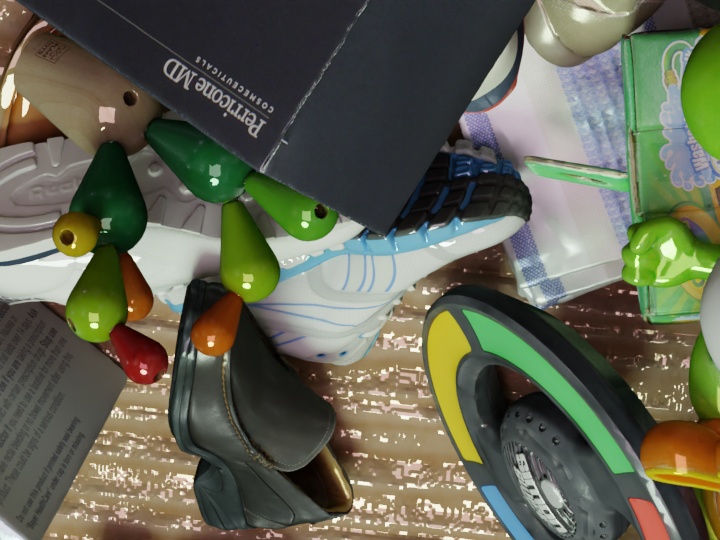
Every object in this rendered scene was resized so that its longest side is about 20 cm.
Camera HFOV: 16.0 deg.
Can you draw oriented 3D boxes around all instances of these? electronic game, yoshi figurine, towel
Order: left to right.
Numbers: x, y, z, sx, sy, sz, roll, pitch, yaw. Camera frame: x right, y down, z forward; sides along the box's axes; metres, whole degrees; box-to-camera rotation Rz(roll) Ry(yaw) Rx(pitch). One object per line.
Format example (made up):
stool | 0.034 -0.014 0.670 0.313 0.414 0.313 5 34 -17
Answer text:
electronic game | 0.094 0.094 1.195 0.042 0.200 0.201 -33 107 -19
towel | 0.145 -0.076 1.200 0.199 0.024 0.148 -19 105 12
yoshi figurine | 0.153 -0.016 1.003 0.112 0.112 0.201 10 81 17

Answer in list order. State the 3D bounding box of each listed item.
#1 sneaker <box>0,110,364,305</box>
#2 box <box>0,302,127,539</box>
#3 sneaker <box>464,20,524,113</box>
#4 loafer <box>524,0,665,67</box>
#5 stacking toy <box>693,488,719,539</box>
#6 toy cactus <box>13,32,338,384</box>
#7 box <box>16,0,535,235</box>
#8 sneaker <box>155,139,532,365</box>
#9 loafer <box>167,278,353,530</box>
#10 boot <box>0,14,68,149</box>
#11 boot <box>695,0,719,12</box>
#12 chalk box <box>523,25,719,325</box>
sneaker | -0.087 -0.023 1.187 0.199 0.077 0.081 -4 145 8
box | -0.235 0.061 1.219 0.200 0.184 0.105 40 113 -8
sneaker | 0.015 -0.155 1.118 0.075 0.085 0.201 -22 74 9
loafer | 0.085 -0.190 1.125 0.068 0.076 0.201 -11 109 33
stacking toy | 0.189 0.104 1.189 0.116 0.200 0.110 40 71 -8
toy cactus | -0.084 -0.057 1.111 0.165 0.102 0.200 29 74 23
box | -0.033 -0.147 1.005 0.200 0.104 0.183 36 95 31
sneaker | 0.000 0.000 1.226 0.199 0.075 0.087 -14 121 30
loafer | -0.046 0.064 1.214 0.072 0.073 0.200 5 154 10
boot | -0.080 -0.099 1.203 0.155 0.077 0.201 23 105 -6
boot | 0.148 -0.209 1.084 0.200 0.174 0.069 34 152 -3
chalk box | 0.173 -0.040 1.116 0.199 0.124 0.125 -5 87 8
